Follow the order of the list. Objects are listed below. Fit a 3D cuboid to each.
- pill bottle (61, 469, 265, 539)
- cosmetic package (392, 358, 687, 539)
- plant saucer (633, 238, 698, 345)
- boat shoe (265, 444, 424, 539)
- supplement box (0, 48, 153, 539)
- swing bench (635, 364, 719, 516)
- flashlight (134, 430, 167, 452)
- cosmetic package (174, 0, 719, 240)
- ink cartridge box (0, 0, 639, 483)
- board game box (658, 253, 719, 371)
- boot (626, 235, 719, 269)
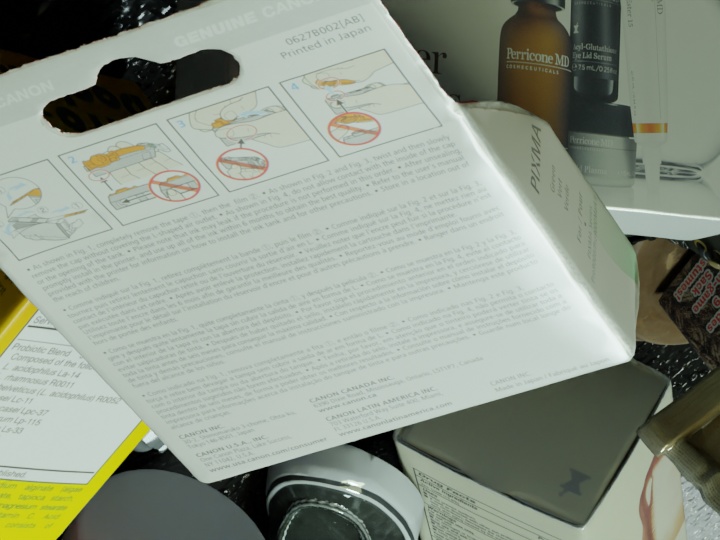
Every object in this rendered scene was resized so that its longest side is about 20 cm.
[{"bbox_3d":[-0.114,0.186,1.289,0.119,0.120,0.201,-8,140,-38],"label":"pill bottle"},{"bbox_3d":[0.089,0.110,1.386,0.087,0.103,0.200,-56,158,-22],"label":"cosmetic package"},{"bbox_3d":[0.183,-0.034,1.372,0.199,0.030,0.201,-25,147,-18],"label":"plant saucer"},{"bbox_3d":[-0.013,0.145,1.365,0.073,0.068,0.200,12,151,5],"label":"boat shoe"},{"bbox_3d":[-0.147,0.031,1.047,0.200,0.110,0.109,-48,148,22],"label":"supplement box"},{"bbox_3d":[0.245,0.067,1.149,0.129,0.199,0.200,-34,167,-33],"label":"swing bench"},{"bbox_3d":[-0.142,0.089,1.169,0.199,0.068,0.068,-35,173,6],"label":"flashlight"},{"bbox_3d":[0.039,-0.095,0.974,0.199,0.152,0.052,4,172,-25],"label":"cosmetic package"},{"bbox_3d":[-0.026,-0.022,0.897,0.160,0.050,0.200,-17,136,22],"label":"ink cartridge box"},{"bbox_3d":[0.262,0.051,1.342,0.159,0.200,0.097,2,134,-46],"label":"board game box"},{"bbox_3d":[0.116,-0.018,1.215,0.077,0.139,0.200,-5,139,-41],"label":"boot"}]
